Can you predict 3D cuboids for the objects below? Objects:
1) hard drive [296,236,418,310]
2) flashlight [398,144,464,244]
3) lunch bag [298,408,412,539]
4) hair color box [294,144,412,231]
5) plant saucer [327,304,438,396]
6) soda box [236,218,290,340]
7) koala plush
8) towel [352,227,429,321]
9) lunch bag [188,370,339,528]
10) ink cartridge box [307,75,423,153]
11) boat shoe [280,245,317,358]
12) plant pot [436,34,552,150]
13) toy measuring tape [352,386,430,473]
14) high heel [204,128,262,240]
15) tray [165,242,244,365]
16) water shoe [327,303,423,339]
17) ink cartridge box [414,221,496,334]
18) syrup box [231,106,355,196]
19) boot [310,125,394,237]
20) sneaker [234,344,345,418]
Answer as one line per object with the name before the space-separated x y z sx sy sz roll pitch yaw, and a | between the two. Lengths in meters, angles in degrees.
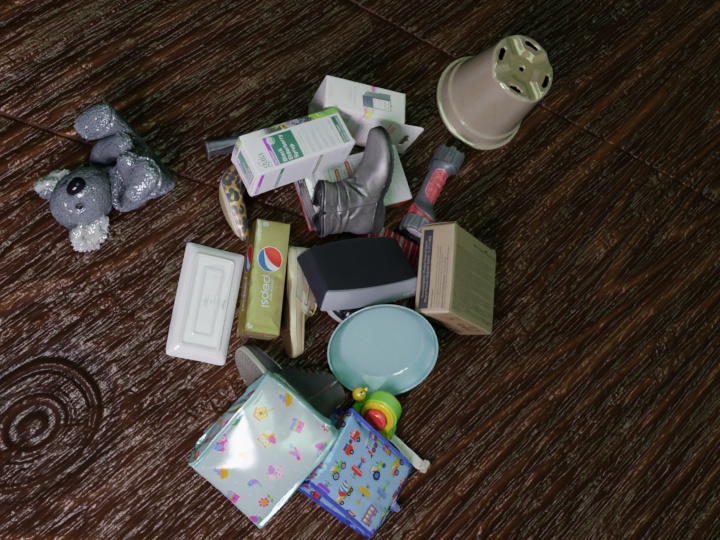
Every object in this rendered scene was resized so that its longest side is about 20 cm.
hard drive | 0.000 0.000 1.560 0.198 0.043 0.136 -8 53 -28
flashlight | 0.143 -0.149 1.705 0.067 0.068 0.201 32 70 -10
lunch bag | -0.001 0.361 1.541 0.200 0.094 0.151 42 65 -18
hair color box | -0.015 -0.156 1.649 0.198 0.064 0.112 -17 86 -24
plant saucer | 0.039 0.136 1.573 0.197 0.036 0.202 -2 121 -4
soda box | -0.171 0.017 1.551 0.063 0.068 0.202 9 76 -19
koala plush | -0.427 -0.139 1.457 0.200 0.184 0.178 -40 85 -2
towel | 0.065 -0.003 1.652 0.199 0.022 0.146 28 55 -13
lunch bag | -0.155 0.284 1.450 0.170 0.122 0.200 42 92 -7
ink cartridge box | 0.010 -0.289 1.656 0.198 0.117 0.068 10 68 -19
boat shoe | -0.106 0.055 1.568 0.064 0.072 0.202 3 73 -20
plant pot | 0.276 -0.363 1.737 0.198 0.183 0.203 4 78 -19
toy measuring tape | 0.064 0.278 1.579 0.200 0.074 0.074 45 68 -4
high heel | -0.186 -0.159 1.577 0.141 0.071 0.202 -14 75 -16
tray | -0.267 0.056 1.532 0.106 0.022 0.202 14 74 -19
water shoe | 0.034 0.077 1.609 0.198 0.079 0.072 21 72 -16
ink cartridge box | 0.179 0.020 1.624 0.200 0.074 0.167 28 63 -55
syrup box | -0.118 -0.209 1.545 0.198 0.082 0.079 -22 75 -27
boot | -0.016 -0.155 1.552 0.130 0.070 0.202 -1 104 -26
sneaker | -0.124 0.189 1.542 0.200 0.075 0.106 46 50 0
